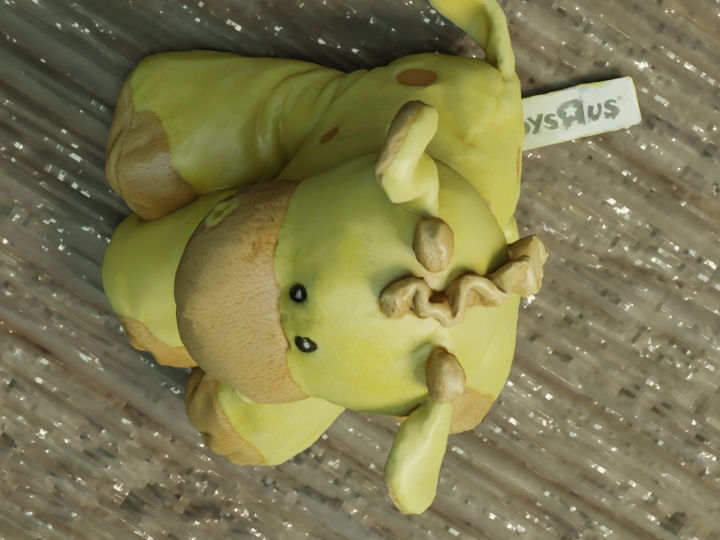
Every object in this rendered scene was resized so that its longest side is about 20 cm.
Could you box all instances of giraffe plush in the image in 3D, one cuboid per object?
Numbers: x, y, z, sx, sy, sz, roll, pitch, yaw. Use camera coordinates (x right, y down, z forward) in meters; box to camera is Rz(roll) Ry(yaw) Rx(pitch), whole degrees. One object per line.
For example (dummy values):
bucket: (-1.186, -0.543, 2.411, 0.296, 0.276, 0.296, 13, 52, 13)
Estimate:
giraffe plush: (0.000, 0.000, 0.866, 0.200, 0.162, 0.173, -28, 105, 14)
